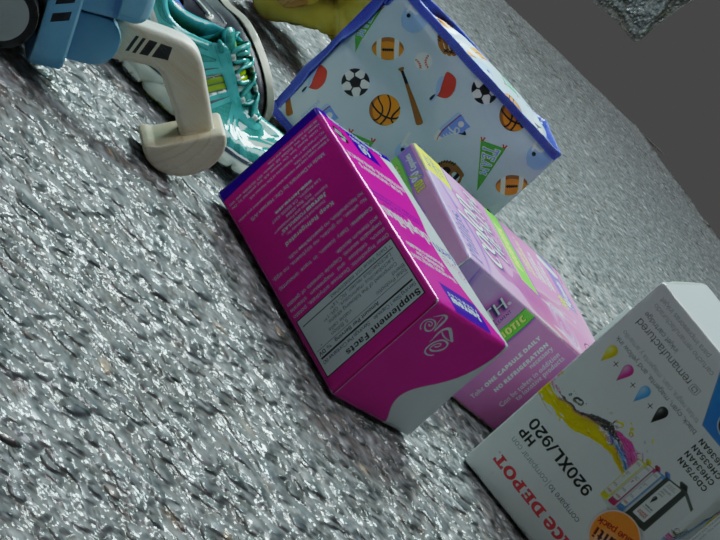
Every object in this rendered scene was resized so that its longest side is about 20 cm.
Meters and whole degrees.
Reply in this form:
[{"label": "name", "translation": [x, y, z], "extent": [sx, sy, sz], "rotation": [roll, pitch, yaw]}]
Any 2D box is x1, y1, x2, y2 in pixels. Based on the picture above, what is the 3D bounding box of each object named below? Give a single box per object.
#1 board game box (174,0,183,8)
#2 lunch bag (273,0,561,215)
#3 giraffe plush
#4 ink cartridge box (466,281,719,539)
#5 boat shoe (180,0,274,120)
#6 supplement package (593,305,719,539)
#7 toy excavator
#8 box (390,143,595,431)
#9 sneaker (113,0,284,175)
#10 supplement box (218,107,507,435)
[{"label": "board game box", "translation": [-0.228, -0.255, 1.611], "extent": [0.200, 0.045, 0.135], "rotation": [27, 25, -57]}, {"label": "lunch bag", "translation": [0.044, -0.129, 1.845], "extent": [0.200, 0.170, 0.124], "rotation": [43, 11, -17]}, {"label": "giraffe plush", "translation": [0.003, -0.222, 2.066], "extent": [0.173, 0.198, 0.163], "rotation": [-39, 120, -87]}, {"label": "ink cartridge box", "translation": [0.209, 0.127, 1.580], "extent": [0.147, 0.200, 0.145], "rotation": [51, 16, 14]}, {"label": "boat shoe", "translation": [-0.136, -0.197, 1.757], "extent": [0.062, 0.073, 0.201], "rotation": [-18, 65, -28]}, {"label": "supplement package", "translation": [0.265, 0.152, 1.853], "extent": [0.200, 0.121, 0.120], "rotation": [42, 14, -26]}, {"label": "toy excavator", "translation": [-0.164, -0.167, 1.411], "extent": [0.199, 0.195, 0.100], "rotation": [12, 26, -18]}, {"label": "box", "translation": [0.092, 0.026, 1.716], "extent": [0.200, 0.097, 0.176], "rotation": [39, 16, -32]}, {"label": "sneaker", "translation": [-0.108, -0.140, 1.590], "extent": [0.200, 0.080, 0.078], "rotation": [45, 13, -17]}, {"label": "supplement box", "translation": [0.000, 0.000, 1.493], "extent": [0.101, 0.103, 0.201], "rotation": [32, 22, -52]}]
